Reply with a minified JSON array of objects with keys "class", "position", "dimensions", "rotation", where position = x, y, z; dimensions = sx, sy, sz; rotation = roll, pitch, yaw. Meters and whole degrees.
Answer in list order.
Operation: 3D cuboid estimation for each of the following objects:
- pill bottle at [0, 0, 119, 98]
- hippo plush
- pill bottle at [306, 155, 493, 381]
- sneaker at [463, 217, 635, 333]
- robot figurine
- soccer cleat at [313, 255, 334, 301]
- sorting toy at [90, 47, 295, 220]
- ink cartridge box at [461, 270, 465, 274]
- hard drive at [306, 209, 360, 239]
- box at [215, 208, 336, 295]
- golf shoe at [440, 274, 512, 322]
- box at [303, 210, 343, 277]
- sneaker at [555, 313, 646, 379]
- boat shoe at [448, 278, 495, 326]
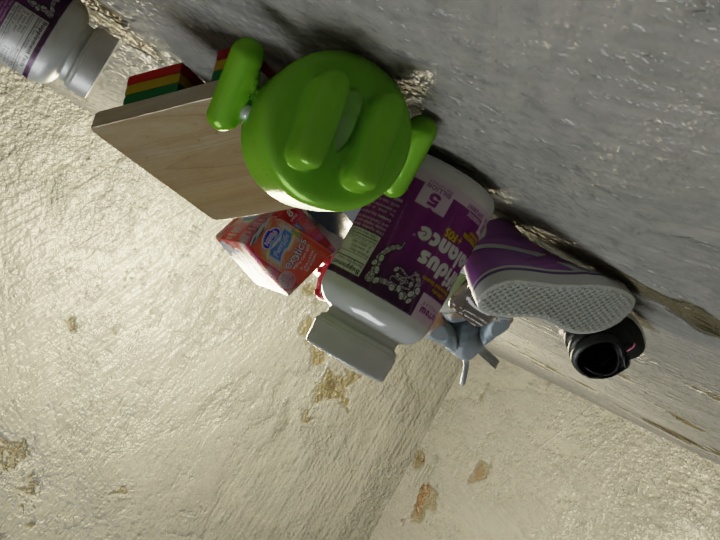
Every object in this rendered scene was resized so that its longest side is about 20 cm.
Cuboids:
[{"class":"pill bottle","position":[-0.388,-0.289,0.998],"dimensions":[0.200,0.113,0.112],"rotation":[31,177,-21]},{"class":"hippo plush","position":[0.195,0.073,1.623],"dimensions":[0.200,0.159,0.161],"rotation":[50,-165,-37]},{"class":"pill bottle","position":[0.033,-0.002,0.811],"dimensions":[0.112,0.201,0.112],"rotation":[29,177,2]},{"class":"sneaker","position":[0.191,-0.004,0.893],"dimensions":[0.200,0.073,0.115],"rotation":[14,-142,-28]},{"class":"robot figurine","position":[-0.031,-0.105,0.673],"dimensions":[0.175,0.116,0.200],"rotation":[18,180,-16]},{"class":"soccer cleat","position":[0.000,0.000,1.186],"dimensions":[0.076,0.067,0.200],"rotation":[18,150,-23]},{"class":"sorting toy","position":[-0.122,-0.136,0.864],"dimensions":[0.199,0.070,0.199],"rotation":[-7,153,29]},{"class":"ink cartridge box","position":[0.127,-0.024,1.197],"dimensions":[0.200,0.048,0.145],"rotation":[34,174,-33]},{"class":"hard drive","position":[-0.021,-0.073,1.013],"dimensions":[0.135,0.042,0.200],"rotation":[31,172,26]},{"class":"box","position":[-0.128,-0.039,1.245],"dimensions":[0.103,0.095,0.200],"rotation":[49,168,-16]},{"class":"golf shoe","position":[0.174,0.027,1.259],"dimensions":[0.199,0.079,0.097],"rotation":[8,168,-31]},{"class":"box","position":[-0.036,-0.053,1.345],"dimensions":[0.125,0.097,0.200],"rotation":[56,168,-19]},{"class":"sneaker","position":[0.283,0.090,0.995],"dimensions":[0.200,0.071,0.099],"rotation":[32,-145,-41]},{"class":"boat shoe","position":[0.173,0.007,1.052],"dimensions":[0.074,0.073,0.200],"rotation":[38,155,-9]}]
